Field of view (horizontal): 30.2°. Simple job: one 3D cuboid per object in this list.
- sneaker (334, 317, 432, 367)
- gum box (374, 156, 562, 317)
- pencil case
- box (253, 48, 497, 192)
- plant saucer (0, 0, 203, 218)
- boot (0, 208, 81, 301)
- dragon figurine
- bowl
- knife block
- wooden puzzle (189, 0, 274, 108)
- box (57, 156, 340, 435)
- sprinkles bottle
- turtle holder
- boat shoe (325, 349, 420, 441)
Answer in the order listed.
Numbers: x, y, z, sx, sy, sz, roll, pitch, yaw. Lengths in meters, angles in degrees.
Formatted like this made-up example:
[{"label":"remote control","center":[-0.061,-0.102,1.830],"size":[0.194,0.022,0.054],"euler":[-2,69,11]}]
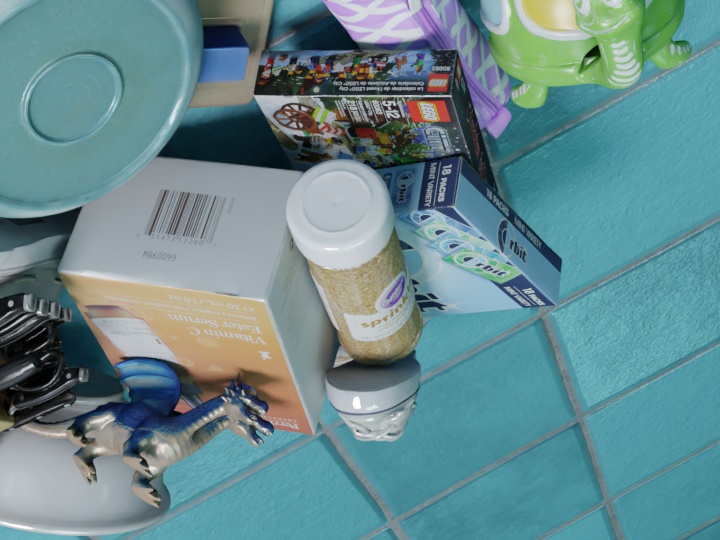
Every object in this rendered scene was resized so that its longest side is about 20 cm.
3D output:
[{"label":"sneaker","center":[-0.026,0.063,1.167],"size":[0.199,0.076,0.092],"euler":[-12,145,-19]},{"label":"gum box","center":[0.028,-0.016,1.016],"size":[0.199,0.045,0.170],"euler":[-7,151,32]},{"label":"pencil case","center":[0.039,-0.168,0.917],"size":[0.084,0.085,0.200],"euler":[-57,145,-7]},{"label":"box","center":[0.017,-0.089,0.959],"size":[0.136,0.038,0.200],"euler":[3,156,16]},{"label":"plant saucer","center":[-0.176,-0.107,0.794],"size":[0.200,0.027,0.201],"euler":[-26,143,-22]},{"label":"boot","center":[-0.252,0.007,0.887],"size":[0.096,0.073,0.200],"euler":[-63,161,14]},{"label":"dragon figurine","center":[-0.157,0.104,0.950],"size":[0.100,0.199,0.059],"euler":[-52,142,-39]},{"label":"bowl","center":[-0.239,0.125,1.036],"size":[0.200,0.201,0.091],"euler":[7,100,-38]},{"label":"knife block","center":[-0.286,0.079,0.872],"size":[0.199,0.064,0.176],"euler":[-9,156,-27]},{"label":"wooden puzzle","center":[-0.134,-0.167,0.838],"size":[0.185,0.046,0.200],"euler":[-8,139,-26]},{"label":"box","center":[-0.106,0.020,0.968],"size":[0.152,0.107,0.200],"euler":[6,148,14]},{"label":"sprinkles bottle","center":[0.000,0.000,0.927],"size":[0.068,0.068,0.200],"euler":[-26,153,-3]},{"label":"turtle holder","center":[0.138,-0.189,0.888],"size":[0.140,0.186,0.132],"euler":[-1,126,27]},{"label":"boat shoe","center":[0.017,0.102,1.044],"size":[0.073,0.066,0.200],"euler":[-1,-176,11]}]
